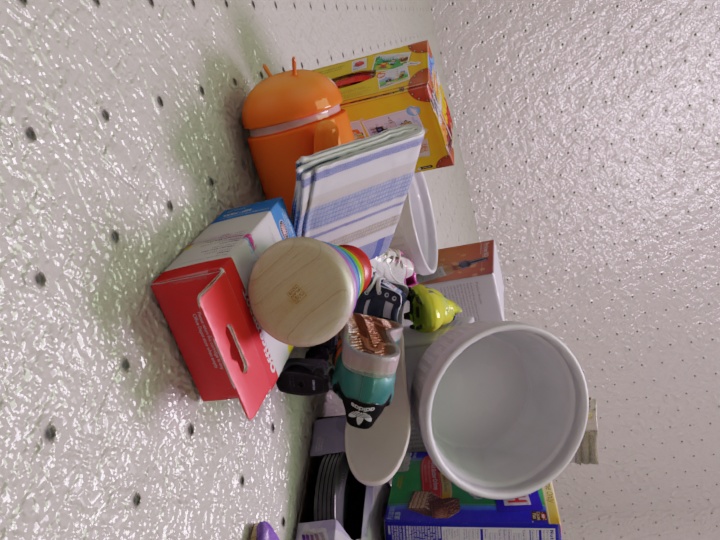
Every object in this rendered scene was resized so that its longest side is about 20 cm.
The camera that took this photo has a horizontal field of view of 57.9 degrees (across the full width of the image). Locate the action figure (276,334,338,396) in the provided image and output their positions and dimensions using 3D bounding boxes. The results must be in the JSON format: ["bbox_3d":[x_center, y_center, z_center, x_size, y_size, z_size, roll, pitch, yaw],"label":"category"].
[{"bbox_3d":[-0.046,0.080,0.734,0.200,0.069,0.130,-31,107,-74],"label":"action figure"}]

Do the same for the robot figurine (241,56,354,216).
[{"bbox_3d":[-0.060,-0.131,0.719,0.144,0.116,0.200,-63,140,-64],"label":"robot figurine"}]

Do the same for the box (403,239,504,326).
[{"bbox_3d":[0.156,0.035,1.194,0.152,0.200,0.106,-66,143,-63],"label":"box"}]

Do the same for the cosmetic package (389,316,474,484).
[{"bbox_3d":[0.100,0.190,0.978,0.165,0.165,0.200,-24,103,-73],"label":"cosmetic package"}]

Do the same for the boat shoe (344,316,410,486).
[{"bbox_3d":[0.024,0.162,0.765,0.093,0.075,0.200,85,11,-55],"label":"boat shoe"}]

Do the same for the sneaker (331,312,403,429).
[{"bbox_3d":[0.003,0.095,0.665,0.200,0.071,0.080,-64,167,-81],"label":"sneaker"}]

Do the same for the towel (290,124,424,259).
[{"bbox_3d":[-0.013,-0.061,0.684,0.024,0.147,0.200,53,-29,26],"label":"towel"}]

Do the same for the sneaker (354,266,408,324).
[{"bbox_3d":[0.000,0.000,0.857,0.070,0.108,0.200,-45,124,-70],"label":"sneaker"}]

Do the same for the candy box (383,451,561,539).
[{"bbox_3d":[0.139,0.294,0.806,0.169,0.200,0.077,-55,141,-74],"label":"candy box"}]

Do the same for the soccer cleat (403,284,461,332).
[{"bbox_3d":[0.106,0.052,0.927,0.200,0.084,0.065,70,20,-89],"label":"soccer cleat"}]

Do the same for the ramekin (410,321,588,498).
[{"bbox_3d":[0.154,0.155,0.774,0.105,0.200,0.201,-162,-121,-76],"label":"ramekin"}]

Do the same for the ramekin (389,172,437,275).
[{"bbox_3d":[0.058,-0.084,1.106,0.200,0.105,0.201,-10,90,-73],"label":"ramekin"}]

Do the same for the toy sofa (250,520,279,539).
[{"bbox_3d":[-0.041,0.320,0.588,0.098,0.083,0.200,-71,147,-56],"label":"toy sofa"}]

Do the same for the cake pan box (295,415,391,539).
[{"bbox_3d":[-0.013,0.294,0.752,0.184,0.052,0.200,-84,157,-49],"label":"cake pan box"}]

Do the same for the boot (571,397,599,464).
[{"bbox_3d":[0.238,0.179,0.884,0.072,0.154,0.200,-46,124,-68],"label":"boot"}]

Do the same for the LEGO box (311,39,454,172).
[{"bbox_3d":[0.008,-0.189,0.834,0.149,0.200,0.077,58,28,-53],"label":"LEGO box"}]

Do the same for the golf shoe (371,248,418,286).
[{"bbox_3d":[0.025,-0.016,0.970,0.200,0.091,0.075,55,18,-54],"label":"golf shoe"}]

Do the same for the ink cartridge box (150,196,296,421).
[{"bbox_3d":[-0.106,0.028,0.563,0.200,0.067,0.116,-67,143,-62],"label":"ink cartridge box"}]

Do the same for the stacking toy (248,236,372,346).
[{"bbox_3d":[-0.031,0.010,0.590,0.200,0.085,0.086,-23,103,-79],"label":"stacking toy"}]
